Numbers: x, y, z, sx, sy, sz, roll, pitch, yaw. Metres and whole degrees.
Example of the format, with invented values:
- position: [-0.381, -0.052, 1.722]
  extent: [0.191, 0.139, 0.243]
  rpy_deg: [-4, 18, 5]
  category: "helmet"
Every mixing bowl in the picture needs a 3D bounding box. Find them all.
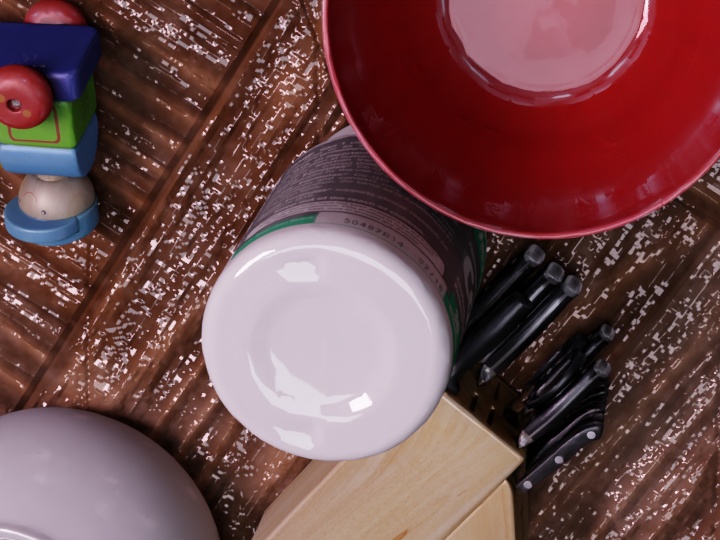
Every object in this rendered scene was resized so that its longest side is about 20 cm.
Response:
- position: [0.086, -0.122, 1.012]
  extent: [0.200, 0.108, 0.200]
  rpy_deg: [1, 102, 4]
  category: "mixing bowl"

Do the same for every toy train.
- position: [-0.231, -0.075, 1.116]
  extent: [0.200, 0.085, 0.116]
  rpy_deg: [3, 125, 9]
  category: "toy train"

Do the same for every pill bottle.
- position: [0.000, 0.000, 1.033]
  extent: [0.113, 0.200, 0.113]
  rpy_deg: [4, 112, 9]
  category: "pill bottle"

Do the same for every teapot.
- position: [-0.172, 0.180, 1.157]
  extent: [0.200, 0.146, 0.198]
  rpy_deg: [8, 109, 10]
  category: "teapot"

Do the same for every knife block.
- position: [0.034, 0.076, 1.132]
  extent: [0.200, 0.064, 0.176]
  rpy_deg: [-2, 110, 11]
  category: "knife block"
